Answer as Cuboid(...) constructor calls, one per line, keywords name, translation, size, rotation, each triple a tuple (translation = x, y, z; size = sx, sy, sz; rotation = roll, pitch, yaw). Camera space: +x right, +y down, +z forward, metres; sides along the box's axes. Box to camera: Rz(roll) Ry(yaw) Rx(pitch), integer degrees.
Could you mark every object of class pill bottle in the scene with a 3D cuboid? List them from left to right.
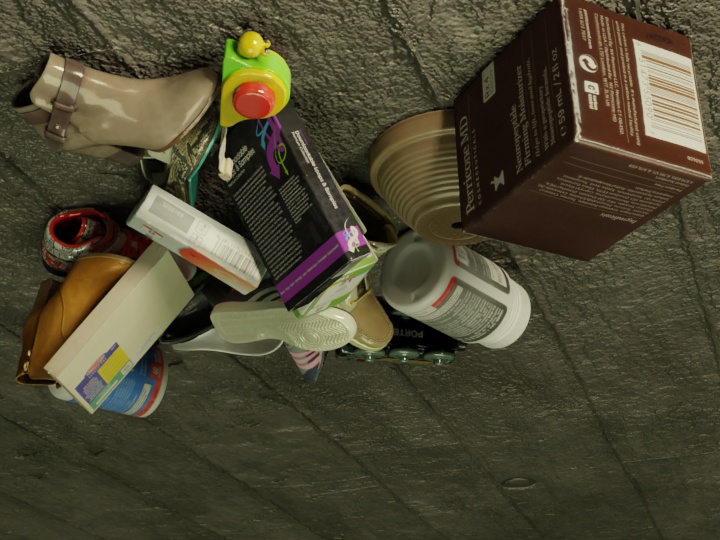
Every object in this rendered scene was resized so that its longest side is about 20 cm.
Cuboid(name="pill bottle", translation=(-0.396, 0.145, 1.849), size=(0.199, 0.113, 0.112), rotation=(18, 148, -36))
Cuboid(name="pill bottle", translation=(0.128, 0.029, 1.626), size=(0.113, 0.115, 0.199), rotation=(-21, 147, 35))

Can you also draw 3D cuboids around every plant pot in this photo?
Cuboid(name="plant pot", translation=(0.108, -0.091, 1.409), size=(0.199, 0.093, 0.201), rotation=(0, 153, 0))

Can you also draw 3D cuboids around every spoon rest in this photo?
Cuboid(name="spoon rest", translation=(-0.193, 0.082, 1.767), size=(0.199, 0.061, 0.100), rotation=(-12, 107, 27))

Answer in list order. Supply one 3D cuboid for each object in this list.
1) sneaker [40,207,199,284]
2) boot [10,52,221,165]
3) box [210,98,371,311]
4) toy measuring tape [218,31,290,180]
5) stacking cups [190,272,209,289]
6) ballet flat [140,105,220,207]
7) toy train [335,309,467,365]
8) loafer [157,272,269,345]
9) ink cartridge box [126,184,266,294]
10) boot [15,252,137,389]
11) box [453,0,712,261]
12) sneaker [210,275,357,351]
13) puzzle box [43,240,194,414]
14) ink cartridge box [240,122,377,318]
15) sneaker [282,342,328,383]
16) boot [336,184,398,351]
Cuboid(name="sneaker", translation=(-0.298, -0.025, 1.557), size=(0.200, 0.068, 0.108), rotation=(7, 155, -11))
Cuboid(name="boot", translation=(-0.255, -0.176, 1.260), size=(0.146, 0.071, 0.200), rotation=(29, 135, -33))
Cuboid(name="box", translation=(-0.079, -0.074, 1.333), size=(0.036, 0.201, 0.143), rotation=(-23, 171, -38))
Cuboid(name="toy measuring tape", translation=(-0.107, -0.162, 1.262), size=(0.073, 0.074, 0.201), rotation=(3, 142, -7))
Cuboid(name="stacking cups", translation=(-0.173, 0.020, 1.677), size=(0.198, 0.061, 0.061), rotation=(-7, 154, 0))
Cuboid(name="ballet flat", translation=(-0.205, -0.123, 1.370), size=(0.075, 0.068, 0.200), rotation=(15, 155, -10))
Cuboid(name="toy train", translation=(0.054, 0.099, 1.815), size=(0.198, 0.086, 0.114), rotation=(4, 166, -15))
Cuboid(name="loafer", translation=(-0.180, 0.036, 1.614), size=(0.200, 0.070, 0.068), rotation=(-33, 108, 7))
Cuboid(name="ink cartridge box", translation=(-0.202, -0.024, 1.469), size=(0.162, 0.050, 0.200), rotation=(31, 161, -11))
Cuboid(name="boot", translation=(-0.346, 0.067, 1.516), size=(0.200, 0.145, 0.071), rotation=(-20, 145, 41))
Cuboid(name="box", translation=(0.214, -0.134, 1.239), size=(0.163, 0.167, 0.200), rotation=(11, 151, -26))
Cuboid(name="sneaker", translation=(-0.086, 0.043, 1.524), size=(0.199, 0.085, 0.075), rotation=(5, 132, 27))
Cuboid(name="puzzle box", translation=(-0.288, 0.071, 1.508), size=(0.025, 0.200, 0.133), rotation=(34, 163, 20))
Cuboid(name="ink cartridge box", translation=(-0.042, -0.060, 1.389), size=(0.075, 0.148, 0.200), rotation=(-21, 163, -34))
Cuboid(name="sneaker", translation=(-0.086, 0.103, 1.843), size=(0.081, 0.071, 0.200), rotation=(16, 151, 3))
Cuboid(name="boot", translation=(0.000, 0.000, 1.516), size=(0.200, 0.072, 0.154), rotation=(51, 139, -7))
